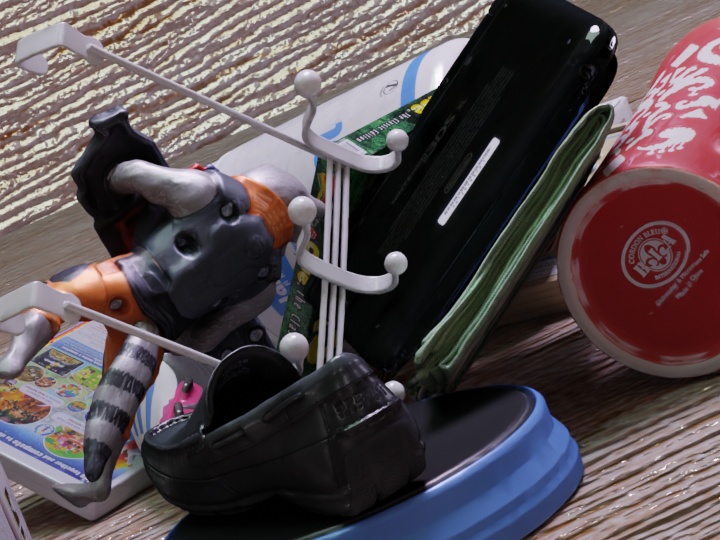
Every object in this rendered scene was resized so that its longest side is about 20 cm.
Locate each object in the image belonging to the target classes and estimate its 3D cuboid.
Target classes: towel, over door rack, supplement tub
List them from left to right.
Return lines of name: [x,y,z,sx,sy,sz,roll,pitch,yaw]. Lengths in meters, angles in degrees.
over door rack: [-0.063,-0.024,1.163,0.199,0.149,0.067,16,-30,-26]
supplement tub: [0.010,-0.041,1.493,0.199,0.133,0.132,-25,6,31]
towel: [0.070,0.000,1.246,0.153,0.023,0.200,-56,-5,-7]

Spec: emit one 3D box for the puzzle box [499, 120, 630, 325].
puzzle box: [0.077,-0.018,1.541,0.199,0.025,0.134,-15,37,42]

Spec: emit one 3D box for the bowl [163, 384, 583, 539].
bowl: [0.001,0.106,1.131,0.199,0.040,0.201,-22,8,3]

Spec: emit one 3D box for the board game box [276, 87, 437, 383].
board game box: [0.000,0.000,1.377,0.023,0.201,0.104,37,44,27]

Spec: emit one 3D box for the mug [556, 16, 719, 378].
mug: [0.178,-0.055,1.251,0.132,0.179,0.200,12,27,20]

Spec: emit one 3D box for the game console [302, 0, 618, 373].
game console: [0.075,-0.034,1.300,0.201,0.116,0.176,-56,26,4]

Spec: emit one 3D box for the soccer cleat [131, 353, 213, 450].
soccer cleat: [-0.086,0.089,1.394,0.069,0.087,0.200,-3,27,-17]

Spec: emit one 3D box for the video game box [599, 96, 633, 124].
video game box: [0.094,-0.058,1.850,0.199,0.047,0.182,-19,8,22]

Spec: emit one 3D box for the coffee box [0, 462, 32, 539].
coffee box: [-0.229,0.152,1.284,0.112,0.080,0.200,-22,9,-5]

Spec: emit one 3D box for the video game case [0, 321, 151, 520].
video game case: [-0.141,0.075,1.522,0.143,0.018,0.199,22,36,34]

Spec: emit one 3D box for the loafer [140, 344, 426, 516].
loafer: [-0.042,0.066,1.110,0.068,0.071,0.200,-29,10,-29]

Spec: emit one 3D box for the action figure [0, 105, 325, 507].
action figure: [-0.084,0.031,1.241,0.194,0.200,0.104,-49,33,-17]

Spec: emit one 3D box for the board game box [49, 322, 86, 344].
board game box: [-0.121,0.046,1.728,0.199,0.056,0.195,-29,11,-35]
